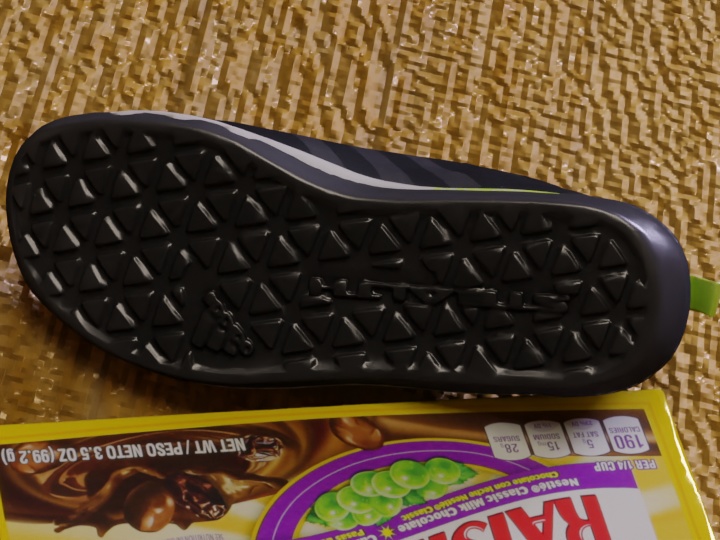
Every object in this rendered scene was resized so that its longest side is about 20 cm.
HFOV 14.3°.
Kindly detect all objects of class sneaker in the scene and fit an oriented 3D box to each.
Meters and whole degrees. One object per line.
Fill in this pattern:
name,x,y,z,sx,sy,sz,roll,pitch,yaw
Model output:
sneaker,0.000,0.000,0.811,0.200,0.072,0.083,12,7,8

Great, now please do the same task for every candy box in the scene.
candy box,-0.002,0.080,0.748,0.200,0.026,0.102,-3,51,-16
